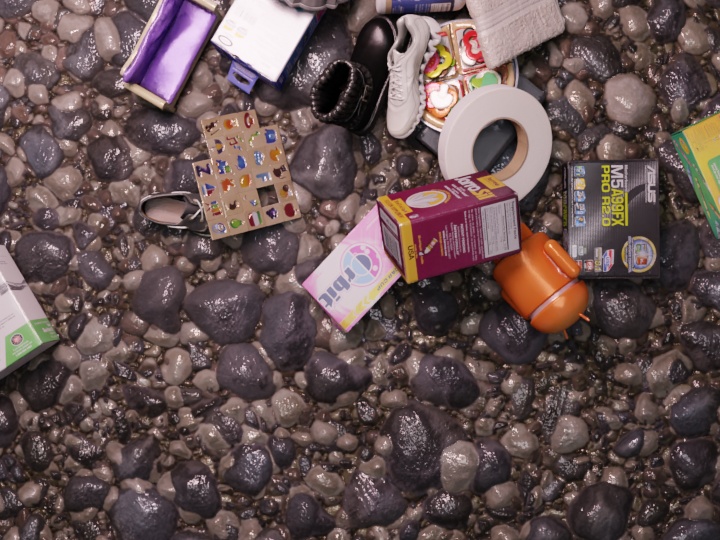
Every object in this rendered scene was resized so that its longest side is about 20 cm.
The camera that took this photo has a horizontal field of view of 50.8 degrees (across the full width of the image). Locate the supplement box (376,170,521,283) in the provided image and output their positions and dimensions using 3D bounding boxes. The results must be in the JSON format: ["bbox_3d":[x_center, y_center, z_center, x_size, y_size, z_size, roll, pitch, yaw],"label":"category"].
[{"bbox_3d":[0.139,-0.072,1.204,0.195,0.131,0.105,-15,116,-11],"label":"supplement box"}]

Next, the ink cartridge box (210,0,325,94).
[{"bbox_3d":[-0.164,-0.409,1.304,0.135,0.076,0.203,31,90,1],"label":"ink cartridge box"}]

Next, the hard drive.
[{"bbox_3d":[0.207,-0.265,1.317,0.139,0.033,0.201,39,92,1],"label":"hard drive"}]

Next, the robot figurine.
[{"bbox_3d":[0.300,0.020,1.269,0.144,0.116,0.201,-42,75,18],"label":"robot figurine"}]

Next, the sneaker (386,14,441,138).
[{"bbox_3d":[0.072,-0.325,1.265,0.074,0.080,0.205,20,104,36],"label":"sneaker"}]

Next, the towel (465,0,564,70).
[{"bbox_3d":[0.260,-0.428,1.254,0.198,0.034,0.135,-33,110,-28],"label":"towel"}]

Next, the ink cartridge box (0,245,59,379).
[{"bbox_3d":[-0.646,0.076,1.323,0.144,0.084,0.203,-31,90,2],"label":"ink cartridge box"}]

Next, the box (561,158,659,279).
[{"bbox_3d":[0.430,-0.087,1.307,0.156,0.044,0.206,0,91,2],"label":"box"}]

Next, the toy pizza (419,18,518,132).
[{"bbox_3d":[0.169,-0.333,1.287,0.195,0.032,0.206,-2,82,12],"label":"toy pizza"}]

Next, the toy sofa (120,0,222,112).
[{"bbox_3d":[-0.322,-0.383,1.300,0.082,0.098,0.203,29,91,1],"label":"toy sofa"}]

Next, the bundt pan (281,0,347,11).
[{"bbox_3d":[-0.088,-0.533,1.253,0.197,0.076,0.206,8,60,-14],"label":"bundt pan"}]

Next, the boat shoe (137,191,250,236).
[{"bbox_3d":[-0.287,-0.099,1.319,0.195,0.068,0.074,6,89,-1],"label":"boat shoe"}]

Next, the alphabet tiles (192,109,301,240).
[{"bbox_3d":[-0.205,-0.171,1.316,0.164,0.008,0.205,-15,90,-19],"label":"alphabet tiles"}]

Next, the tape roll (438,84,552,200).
[{"bbox_3d":[0.226,-0.205,1.268,0.198,0.037,0.208,-6,113,-15],"label":"tape roll"}]

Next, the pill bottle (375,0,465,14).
[{"bbox_3d":[0.122,-0.495,1.276,0.195,0.111,0.114,-3,91,0],"label":"pill bottle"}]

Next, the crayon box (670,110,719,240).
[{"bbox_3d":[0.631,-0.169,1.292,0.117,0.058,0.204,-25,90,2],"label":"crayon box"}]

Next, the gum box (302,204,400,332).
[{"bbox_3d":[0.000,0.000,1.310,0.113,0.066,0.200,44,92,1],"label":"gum box"}]

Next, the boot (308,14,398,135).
[{"bbox_3d":[-0.006,-0.334,1.252,0.078,0.157,0.216,13,92,25],"label":"boot"}]
